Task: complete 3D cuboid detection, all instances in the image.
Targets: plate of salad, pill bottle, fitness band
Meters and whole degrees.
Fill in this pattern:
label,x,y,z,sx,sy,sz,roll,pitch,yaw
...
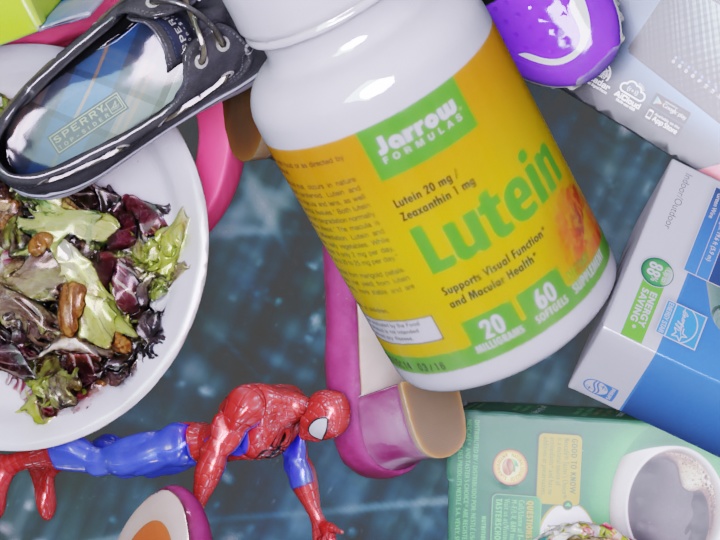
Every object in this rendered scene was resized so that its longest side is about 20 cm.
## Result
label,x,y,z,sx,sy,sz,roll,pitch,yaw
plate of salad,-0.171,-0.013,1.164,0.199,0.048,0.201,-1,84,15
pill bottle,0.021,-0.057,1.033,0.111,0.111,0.200,-24,113,14
fitness band,-0.150,-0.048,1.211,0.200,0.037,0.144,-39,85,13

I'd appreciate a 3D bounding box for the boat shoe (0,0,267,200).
label,x,y,z,sx,sy,sz,roll,pitch,yaw
boat shoe,-0.091,-0.102,1.096,0.200,0.066,0.070,-33,89,6

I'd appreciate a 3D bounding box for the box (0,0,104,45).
label,x,y,z,sx,sy,sz,roll,pitch,yaw
box,-0.216,-0.128,1.177,0.199,0.122,0.048,-18,109,15

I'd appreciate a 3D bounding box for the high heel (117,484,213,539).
label,x,y,z,sx,sy,sz,roll,pitch,yaw
high heel,-0.073,0.181,1.142,0.067,0.096,0.201,33,125,37

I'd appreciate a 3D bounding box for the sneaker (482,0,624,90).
label,x,y,z,sx,sy,sz,roll,pitch,yaw
sneaker,0.031,-0.157,1.059,0.070,0.099,0.200,-44,81,15

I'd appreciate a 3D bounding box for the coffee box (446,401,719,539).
label,x,y,z,sx,sy,sz,roll,pitch,yaw
coffee box,0.140,0.129,1.134,0.199,0.044,0.123,2,93,15

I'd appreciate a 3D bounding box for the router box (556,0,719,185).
label,x,y,z,sx,sy,sz,roll,pitch,yaw
router box,0.144,-0.142,1.115,0.200,0.062,0.150,32,99,12

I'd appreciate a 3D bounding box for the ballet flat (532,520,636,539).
label,x,y,z,sx,sy,sz,roll,pitch,yaw
ballet flat,0.157,0.173,1.069,0.200,0.064,0.076,25,67,11

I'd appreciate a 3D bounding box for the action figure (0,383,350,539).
label,x,y,z,sx,sy,sz,roll,pitch,yaw
action figure,-0.085,0.112,1.159,0.200,0.065,0.099,-19,78,29

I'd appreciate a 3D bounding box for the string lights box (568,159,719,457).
label,x,y,z,sx,sy,sz,roll,pitch,yaw
string lights box,0.205,0.043,1.065,0.199,0.059,0.103,25,57,2

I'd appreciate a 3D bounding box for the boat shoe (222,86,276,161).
label,x,y,z,sx,sy,sz,roll,pitch,yaw
boat shoe,-0.031,-0.152,1.164,0.070,0.070,0.201,-4,95,-25

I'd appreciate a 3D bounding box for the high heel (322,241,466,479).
label,x,y,z,sx,sy,sz,roll,pitch,yaw
high heel,0.000,0.000,1.154,0.096,0.067,0.201,-17,88,59
